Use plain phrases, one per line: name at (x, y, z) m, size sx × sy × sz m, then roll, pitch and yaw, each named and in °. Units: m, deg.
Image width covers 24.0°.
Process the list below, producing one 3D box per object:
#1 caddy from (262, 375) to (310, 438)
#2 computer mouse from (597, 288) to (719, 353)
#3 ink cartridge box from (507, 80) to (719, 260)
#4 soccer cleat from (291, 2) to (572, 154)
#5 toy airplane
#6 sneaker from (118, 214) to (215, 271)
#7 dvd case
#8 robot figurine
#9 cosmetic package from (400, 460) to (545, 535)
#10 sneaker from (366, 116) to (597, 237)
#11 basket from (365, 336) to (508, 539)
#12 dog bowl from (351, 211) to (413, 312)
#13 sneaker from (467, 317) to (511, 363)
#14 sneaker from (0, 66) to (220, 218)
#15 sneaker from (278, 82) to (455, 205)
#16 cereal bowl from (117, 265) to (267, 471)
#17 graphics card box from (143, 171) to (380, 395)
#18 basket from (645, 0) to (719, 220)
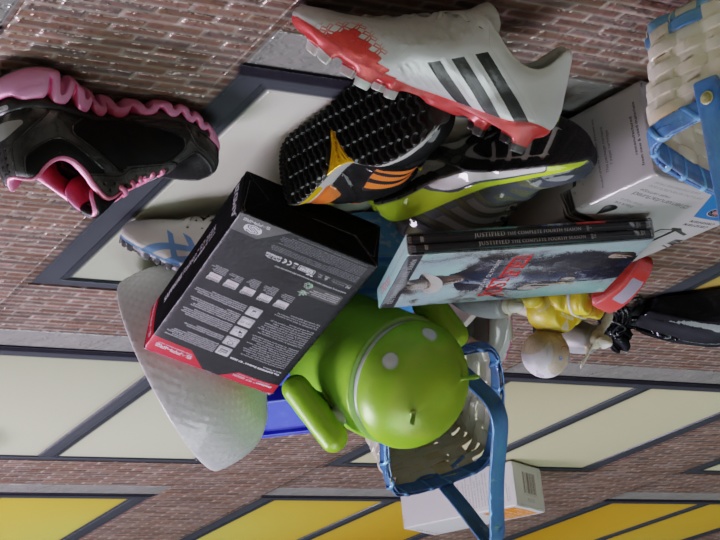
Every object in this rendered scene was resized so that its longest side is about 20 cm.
caddy at (-0.085, 0.090, 1.726) m, size 0.199 × 0.105 × 0.142 m, roll -7°, pitch 138°, yaw 8°
computer mouse at (0.360, 0.061, 1.854) m, size 0.199 × 0.053 × 0.139 m, roll -9°, pitch 160°, yaw 9°
ink cartridge box at (0.208, -0.068, 1.384) m, size 0.146 × 0.085 × 0.200 m, roll 9°, pitch 156°, yaw -38°
soccer cleat at (0.051, -0.149, 1.140) m, size 0.199 × 0.085 × 0.069 m, roll 22°, pitch -170°, yaw -15°
toy airplane at (0.153, 0.033, 1.572) m, size 0.199 × 0.142 × 0.199 m, roll -2°, pitch 161°, yaw -12°
sneaker at (-0.106, -0.030, 1.451) m, size 0.199 × 0.073 × 0.072 m, roll 6°, pitch -171°, yaw 1°
dvd case at (0.121, -0.005, 1.371) m, size 0.199 × 0.022 × 0.146 m, roll -3°, pitch 163°, yaw -10°
robot figurine at (0.015, 0.088, 1.496) m, size 0.175 × 0.116 × 0.200 m, roll -36°, pitch -149°, yaw -24°
cosmetic package at (0.172, 0.352, 2.611) m, size 0.199 × 0.072 × 0.101 m, roll -17°, pitch 159°, yaw 29°
sneaker at (0.104, -0.065, 1.343) m, size 0.199 × 0.074 × 0.081 m, roll -13°, pitch 128°, yaw 37°
basket at (0.082, 0.145, 1.635) m, size 0.139 × 0.200 × 0.177 m, roll -14°, pitch 128°, yaw -20°
dog bowl at (0.000, 0.000, 1.570) m, size 0.111 × 0.050 × 0.200 m, roll -5°, pitch 160°, yaw -3°
sneaker at (0.083, 0.069, 1.745) m, size 0.088 × 0.082 × 0.200 m, roll 4°, pitch 158°, yaw -31°
sneaker at (-0.183, -0.078, 1.218) m, size 0.199 × 0.096 × 0.079 m, roll 10°, pitch 154°, yaw -43°
sneaker at (0.022, -0.098, 1.276) m, size 0.090 × 0.070 × 0.200 m, roll 1°, pitch 165°, yaw -36°
cereal bowl at (-0.140, 0.078, 1.553) m, size 0.083 × 0.201 × 0.200 m, roll -28°, pitch 159°, yaw 3°
graphics card box at (-0.083, 0.015, 1.397) m, size 0.125 × 0.051 × 0.200 m, roll 22°, pitch 137°, yaw -17°
basket at (0.276, -0.086, 1.146) m, size 0.139 × 0.201 × 0.176 m, roll -19°, pitch 158°, yaw 35°
